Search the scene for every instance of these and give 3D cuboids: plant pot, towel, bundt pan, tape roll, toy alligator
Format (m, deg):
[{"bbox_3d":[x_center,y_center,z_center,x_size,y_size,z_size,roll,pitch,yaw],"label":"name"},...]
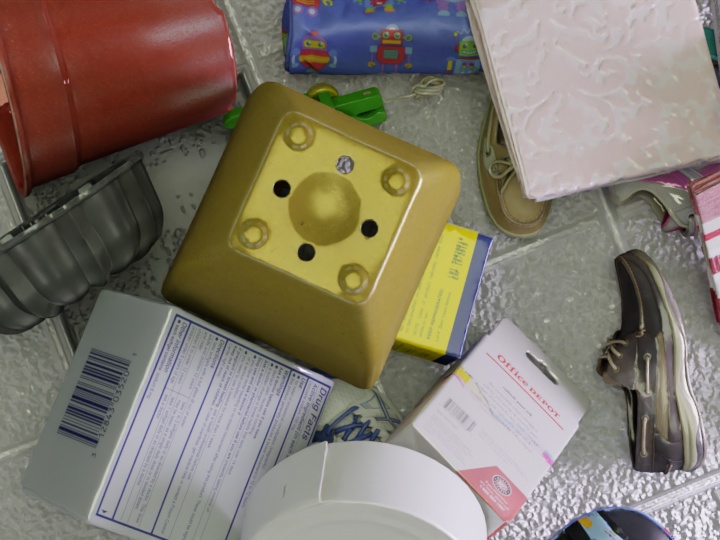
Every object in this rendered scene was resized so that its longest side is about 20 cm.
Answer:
[{"bbox_3d":[-0.217,-0.182,1.712,0.194,0.201,0.202,-15,85,-13],"label":"plant pot"},{"bbox_3d":[-0.034,-0.037,1.587,0.195,0.200,0.195,24,83,-1],"label":"plant pot"},{"bbox_3d":[0.362,-0.030,1.747,0.144,0.200,0.023,-24,43,-3],"label":"towel"},{"bbox_3d":[-0.247,-0.015,1.687,0.201,0.202,0.076,-33,98,-7],"label":"bundt pan"},{"bbox_3d":[0.001,0.231,1.621,0.201,0.203,0.071,12,40,-3],"label":"tape roll"},{"bbox_3d":[-0.021,-0.129,1.784,0.199,0.059,0.054,-9,127,-7],"label":"toy alligator"},{"bbox_3d":[0.206,-0.166,1.735,0.199,0.032,0.192,-11,80,-13],"label":"towel"}]

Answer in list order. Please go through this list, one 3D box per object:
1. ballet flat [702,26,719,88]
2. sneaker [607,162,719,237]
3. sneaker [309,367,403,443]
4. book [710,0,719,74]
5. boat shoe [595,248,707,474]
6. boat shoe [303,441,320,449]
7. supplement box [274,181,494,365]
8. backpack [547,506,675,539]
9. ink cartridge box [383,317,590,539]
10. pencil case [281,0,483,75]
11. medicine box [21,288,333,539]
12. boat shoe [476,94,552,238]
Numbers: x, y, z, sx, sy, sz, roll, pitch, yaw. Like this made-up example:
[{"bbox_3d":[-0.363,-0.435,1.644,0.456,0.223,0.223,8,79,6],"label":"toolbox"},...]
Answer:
[{"bbox_3d":[0.370,-0.162,1.809,0.199,0.073,0.073,16,83,-1],"label":"ballet flat"},{"bbox_3d":[0.304,-0.066,1.789,0.199,0.081,0.089,20,84,7],"label":"sneaker"},{"bbox_3d":[0.021,0.157,1.737,0.200,0.088,0.075,44,85,3],"label":"sneaker"},{"bbox_3d":[0.376,-0.197,1.765,0.133,0.048,0.201,9,46,-5],"label":"book"},{"bbox_3d":[0.246,0.082,1.768,0.073,0.075,0.201,-13,84,-6],"label":"boat shoe"},{"bbox_3d":[-0.009,0.236,1.709,0.062,0.072,0.201,-27,111,0],"label":"boat shoe"},{"bbox_3d":[0.000,0.000,1.741,0.199,0.110,0.109,17,83,-3],"label":"supplement box"},{"bbox_3d":[0.215,0.304,1.711,0.182,0.135,0.200,-39,88,-7],"label":"backpack"},{"bbox_3d":[0.107,0.137,1.725,0.116,0.067,0.200,46,39,1],"label":"ink cartridge box"},{"bbox_3d":[0.025,-0.212,1.781,0.199,0.087,0.078,0,122,-4],"label":"pencil case"},{"bbox_3d":[-0.147,0.137,1.670,0.200,0.103,0.183,28,80,-43],"label":"medicine box"},{"bbox_3d":[0.145,-0.131,1.787,0.073,0.063,0.202,8,83,-3],"label":"boat shoe"}]
